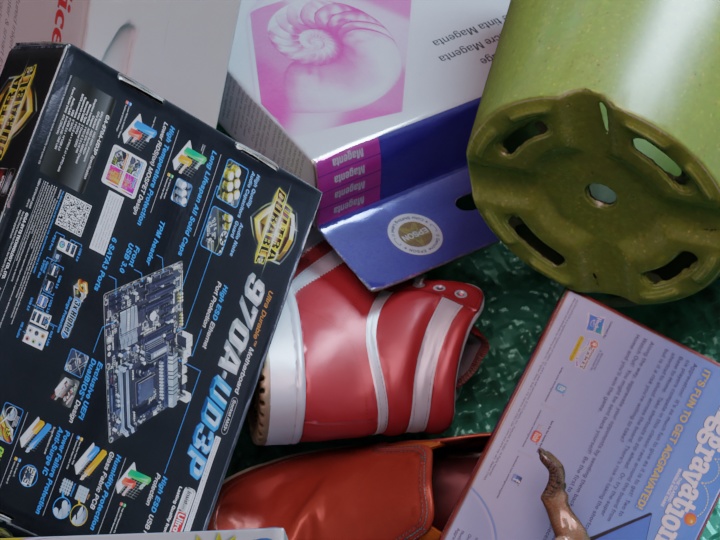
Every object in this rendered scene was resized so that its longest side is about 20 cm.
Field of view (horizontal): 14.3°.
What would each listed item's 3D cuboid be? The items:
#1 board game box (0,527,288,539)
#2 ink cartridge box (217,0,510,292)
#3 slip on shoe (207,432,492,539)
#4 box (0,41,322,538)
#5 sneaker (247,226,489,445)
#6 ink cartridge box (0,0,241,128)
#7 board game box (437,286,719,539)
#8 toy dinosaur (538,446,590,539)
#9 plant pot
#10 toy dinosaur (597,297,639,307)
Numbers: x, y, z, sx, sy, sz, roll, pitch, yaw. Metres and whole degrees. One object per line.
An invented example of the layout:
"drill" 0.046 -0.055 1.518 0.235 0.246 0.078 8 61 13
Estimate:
"board game box" -0.118 0.151 1.209 0.199 0.135 0.034 -3 63 10
"ink cartridge box" 0.026 -0.098 1.385 0.196 0.043 0.200 -23 55 -31
"slip on shoe" 0.022 0.105 1.308 0.199 0.061 0.074 -5 63 3
"box" -0.114 0.023 1.244 0.046 0.159 0.201 4 71 49
"sneaker" 0.000 0.000 1.362 0.112 0.071 0.201 2 51 -8
"ink cartridge box" -0.140 -0.131 1.353 0.083 0.147 0.200 -3 27 -33
"board game box" 0.091 0.119 1.265 0.103 0.019 0.201 27 88 2
"toy dinosaur" 0.078 0.174 1.217 0.200 0.086 0.136 42 100 -16
"plant pot" 0.135 -0.093 1.265 0.199 0.200 0.190 18 51 13
"toy dinosaur" 0.195 -0.035 1.382 0.106 0.061 0.200 7 51 26
